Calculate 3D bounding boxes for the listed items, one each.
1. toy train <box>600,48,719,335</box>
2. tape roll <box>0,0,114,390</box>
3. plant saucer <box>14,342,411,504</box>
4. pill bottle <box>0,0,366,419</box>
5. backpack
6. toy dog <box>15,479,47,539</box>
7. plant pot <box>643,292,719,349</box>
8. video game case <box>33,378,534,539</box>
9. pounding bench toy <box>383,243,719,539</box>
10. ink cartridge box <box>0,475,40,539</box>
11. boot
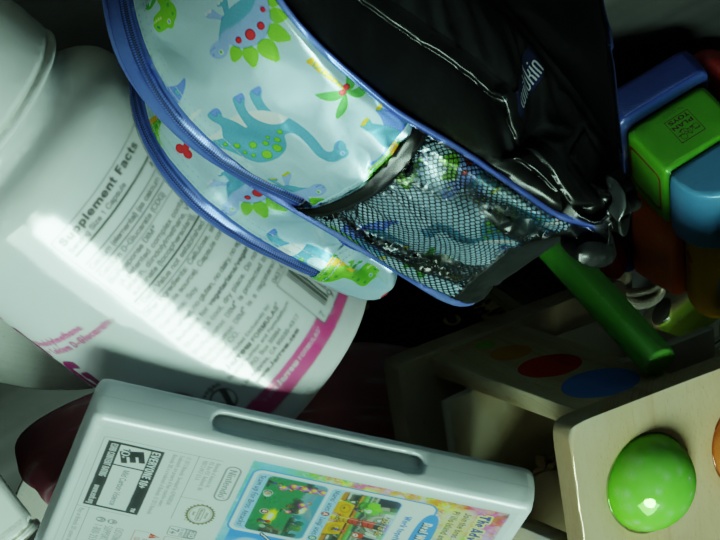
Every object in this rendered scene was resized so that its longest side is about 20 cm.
[{"bbox_3d":[0.158,0.002,1.309,0.085,0.116,0.200,-30,148,-13],"label":"toy train"},{"bbox_3d":[-0.128,-0.041,1.245,0.202,0.037,0.203,-3,120,-4],"label":"tape roll"},{"bbox_3d":[-0.059,0.085,1.349,0.200,0.051,0.201,-11,166,-3],"label":"plant saucer"},{"bbox_3d":[-0.104,-0.019,1.173,0.200,0.113,0.113,39,131,-22],"label":"pill bottle"},{"bbox_3d":[-0.009,-0.093,1.119,0.200,0.183,0.147,32,133,-33],"label":"backpack"},{"bbox_3d":[-0.207,0.090,1.403,0.132,0.200,0.096,-3,178,-4],"label":"toy dog"},{"bbox_3d":[0.243,0.077,1.381,0.181,0.200,0.199,25,139,-25],"label":"plant pot"},{"bbox_3d":[-0.044,0.121,1.218,0.182,0.024,0.200,12,144,-11],"label":"video game case"},{"bbox_3d":[0.105,0.057,1.219,0.124,0.200,0.156,-19,-161,-28],"label":"pounding bench toy"},{"bbox_3d":[-0.235,0.060,1.280,0.085,0.200,0.146,-40,180,-8],"label":"ink cartridge box"},{"bbox_3d":[0.000,0.000,1.359,0.150,0.073,0.200,-20,150,25],"label":"boot"}]
